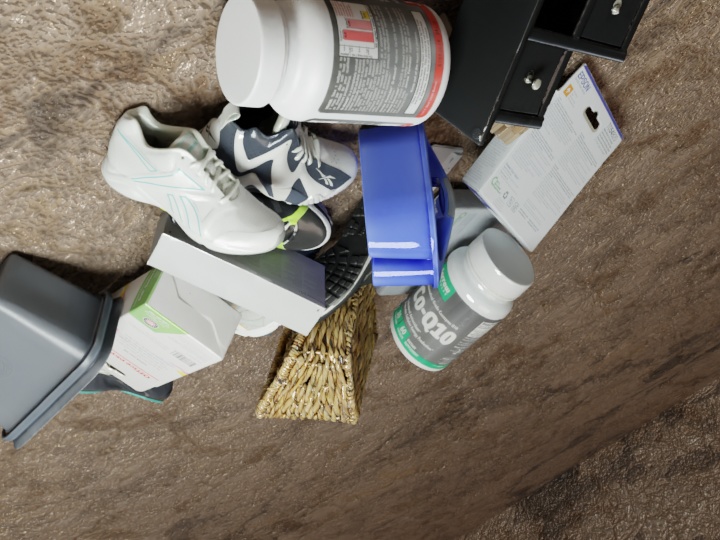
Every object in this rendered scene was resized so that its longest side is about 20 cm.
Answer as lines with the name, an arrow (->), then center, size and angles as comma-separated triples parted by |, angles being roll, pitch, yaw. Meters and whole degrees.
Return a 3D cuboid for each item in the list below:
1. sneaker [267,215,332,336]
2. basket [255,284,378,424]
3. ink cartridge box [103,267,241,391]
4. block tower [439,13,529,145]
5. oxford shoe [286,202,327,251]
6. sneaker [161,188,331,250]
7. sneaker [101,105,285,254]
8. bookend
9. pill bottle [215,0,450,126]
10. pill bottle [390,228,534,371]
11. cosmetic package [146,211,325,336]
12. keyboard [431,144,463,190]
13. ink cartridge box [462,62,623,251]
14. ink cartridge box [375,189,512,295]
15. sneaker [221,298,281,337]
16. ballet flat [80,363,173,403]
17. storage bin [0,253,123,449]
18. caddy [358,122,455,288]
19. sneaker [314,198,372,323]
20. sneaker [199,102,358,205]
sneaker -> -0.089, 0.011, 1.153 | 0.074, 0.086, 0.200 | 2, 142, -39
basket -> -0.063, 0.088, 1.193 | 0.145, 0.202, 0.145 | 2, 126, 12
ink cartridge box -> -0.248, 0.072, 1.071 | 0.117, 0.068, 0.198 | 39, 140, -25
block tower -> 0.129, -0.205, 0.988 | 0.057, 0.055, 0.199 | -36, 149, 21
oxford shoe -> -0.132, -0.045, 1.054 | 0.196, 0.058, 0.076 | -19, 127, 6
sneaker -> -0.125, -0.049, 0.961 | 0.196, 0.084, 0.072 | 17, 130, -19
sneaker -> -0.158, -0.084, 0.860 | 0.081, 0.197, 0.071 | -63, 178, 37
bookend -> 0.192, -0.228, 0.886 | 0.196, 0.092, 0.203 | 0, 122, -40
pill bottle -> -0.024, -0.195, 0.820 | 0.197, 0.117, 0.116 | -3, 146, -34
pill bottle -> 0.139, 0.040, 1.230 | 0.112, 0.115, 0.200 | 5, 140, -42
cosmetic package -> -0.134, -0.005, 0.998 | 0.197, 0.083, 0.051 | 26, 119, -19
keyboard -> 0.061, -0.094, 1.175 | 0.055, 0.011, 0.201 | 5, 140, -35
ink cartridge box -> 0.238, -0.145, 1.147 | 0.201, 0.041, 0.199 | -50, 143, 3
ink cartridge box -> 0.141, -0.038, 1.281 | 0.197, 0.041, 0.200 | 0, 144, -39
sneaker -> -0.172, 0.035, 1.097 | 0.196, 0.077, 0.092 | -12, 148, 24
ballet flat -> -0.332, 0.129, 1.195 | 0.198, 0.074, 0.073 | 18, 132, -43
storage bin -> -0.381, 0.076, 1.005 | 0.199, 0.147, 0.134 | -38, 122, 25
caddy -> 0.056, -0.076, 1.014 | 0.102, 0.204, 0.142 | -6, 151, 3
sneaker -> 0.000, 0.000, 1.128 | 0.201, 0.075, 0.088 | -50, 141, -11
sneaker -> -0.069, -0.138, 0.920 | 0.195, 0.081, 0.130 | 7, 149, -28
